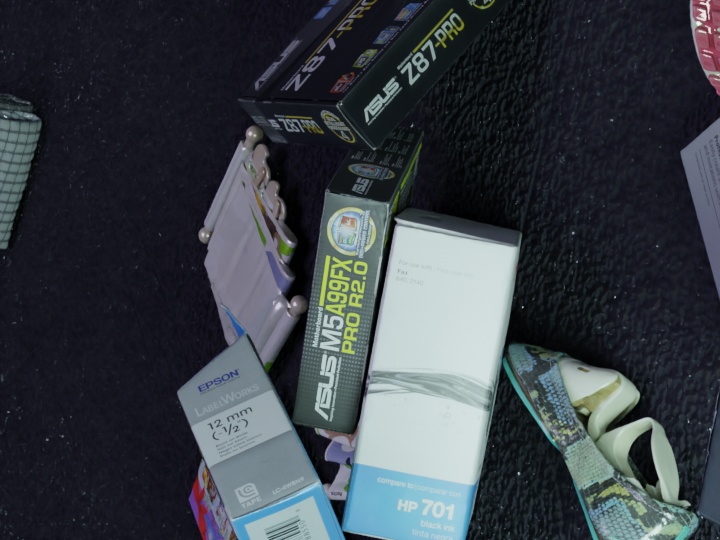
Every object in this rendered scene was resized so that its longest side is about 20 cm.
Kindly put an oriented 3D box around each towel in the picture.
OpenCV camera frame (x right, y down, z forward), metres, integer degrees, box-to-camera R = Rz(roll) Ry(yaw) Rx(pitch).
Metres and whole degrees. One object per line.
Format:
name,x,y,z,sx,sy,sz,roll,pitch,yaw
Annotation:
towel,-0.454,-0.116,2.298,0.086,0.199,0.167,55,129,51

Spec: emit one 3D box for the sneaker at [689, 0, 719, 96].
sneaker,0.227,-0.195,1.243,0.075,0.080,0.202,-32,-61,-82

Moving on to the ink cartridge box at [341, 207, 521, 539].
ink cartridge box,0.048,0.068,1.423,0.146,0.085,0.202,-42,-37,-82

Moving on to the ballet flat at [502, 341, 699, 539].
ballet flat,0.152,0.103,1.329,0.075,0.074,0.201,-62,38,33

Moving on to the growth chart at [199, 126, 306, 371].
growth chart,-0.091,-0.008,1.800,0.145,0.018,0.201,-55,40,40

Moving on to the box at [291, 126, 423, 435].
box,0.000,0.000,1.467,0.200,0.044,0.162,-66,-15,-71

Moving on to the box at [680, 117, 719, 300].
box,0.262,-0.046,1.171,0.200,0.041,0.157,-43,50,48

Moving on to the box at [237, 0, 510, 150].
box,0.024,-0.170,1.506,0.200,0.049,0.161,-48,23,-15

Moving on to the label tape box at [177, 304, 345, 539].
label tape box,-0.062,0.137,1.401,0.200,0.066,0.144,-123,10,-51

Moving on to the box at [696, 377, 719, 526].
box,0.289,0.082,0.941,0.200,0.195,0.125,25,106,60

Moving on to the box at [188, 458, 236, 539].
box,-0.079,0.203,1.717,0.201,0.039,0.138,-117,36,-44

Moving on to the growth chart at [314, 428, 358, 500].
growth chart,0.000,0.081,1.638,0.144,0.018,0.202,-18,68,59
